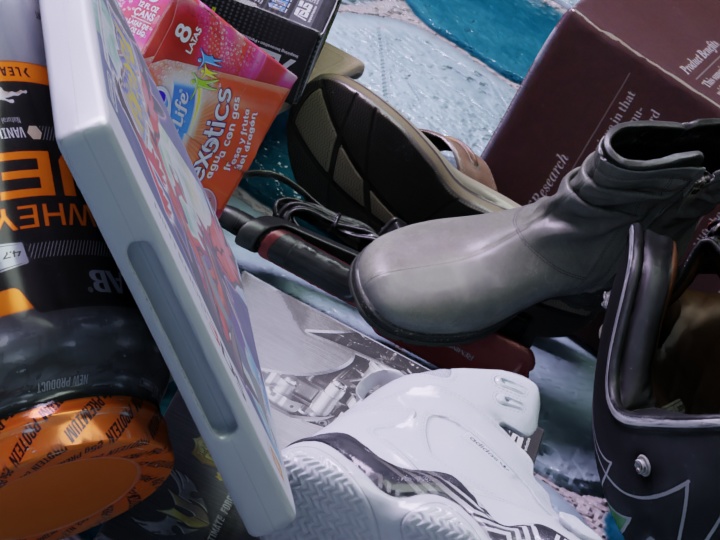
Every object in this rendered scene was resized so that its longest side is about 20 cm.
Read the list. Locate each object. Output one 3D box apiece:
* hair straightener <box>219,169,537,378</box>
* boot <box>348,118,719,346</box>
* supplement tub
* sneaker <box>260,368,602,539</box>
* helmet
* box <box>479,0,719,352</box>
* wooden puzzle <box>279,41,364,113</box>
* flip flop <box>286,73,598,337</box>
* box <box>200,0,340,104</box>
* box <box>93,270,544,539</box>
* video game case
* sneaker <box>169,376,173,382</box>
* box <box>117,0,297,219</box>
[{"bbox_3d":[0.000,0.000,1.248,0.199,0.041,0.077,23,28,-3],"label":"hair straightener"},{"bbox_3d":[0.098,-0.030,1.187,0.199,0.131,0.068,-8,61,-30],"label":"boot"},{"bbox_3d":[-0.146,-0.001,0.921,0.122,0.122,0.201,-1,60,-43],"label":"supplement tub"},{"bbox_3d":[0.065,0.103,0.954,0.199,0.075,0.115,25,36,12],"label":"sneaker"},{"bbox_3d":[0.200,0.074,1.137,0.199,0.200,0.191,15,58,-24],"label":"helmet"},{"bbox_3d":[0.185,-0.048,1.352,0.200,0.165,0.166,34,29,10],"label":"box"},{"bbox_3d":[-0.115,-0.125,1.319,0.185,0.046,0.200,30,23,14],"label":"wooden puzzle"},{"bbox_3d":[0.047,-0.037,1.296,0.200,0.081,0.058,31,34,-6],"label":"flip flop"},{"bbox_3d":[-0.089,-0.164,1.309,0.160,0.044,0.200,20,21,-2],"label":"box"},{"bbox_3d":[-0.017,0.103,1.017,0.158,0.048,0.200,29,35,-2],"label":"box"},{"bbox_3d":[-0.077,-0.023,0.924,0.023,0.183,0.200,-22,31,2],"label":"video game case"},{"bbox_3d":[-0.145,-0.005,1.061,0.199,0.088,0.076,13,30,-31],"label":"sneaker"},{"bbox_3d":[-0.142,-0.097,1.112,0.200,0.096,0.100,25,-6,39],"label":"box"}]
